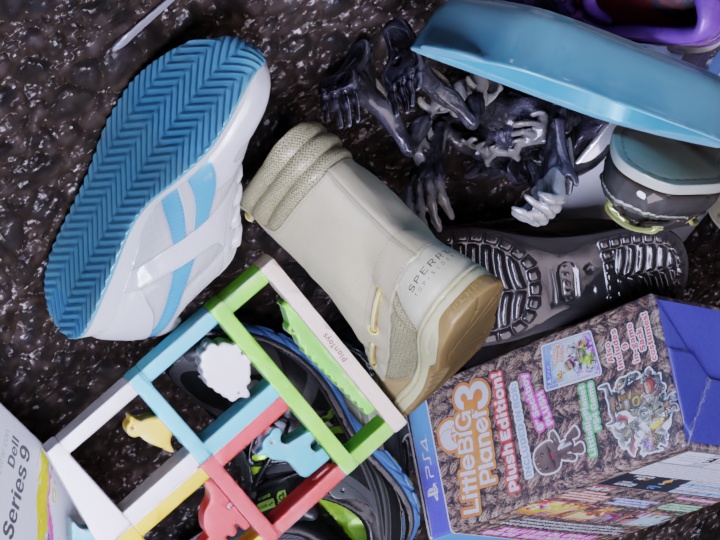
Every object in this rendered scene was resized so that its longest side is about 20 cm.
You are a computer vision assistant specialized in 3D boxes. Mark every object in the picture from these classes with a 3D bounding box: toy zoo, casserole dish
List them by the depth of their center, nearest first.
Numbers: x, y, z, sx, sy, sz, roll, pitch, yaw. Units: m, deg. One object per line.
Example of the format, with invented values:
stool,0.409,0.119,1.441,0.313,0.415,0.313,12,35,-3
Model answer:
casserole dish,0.120,-0.109,1.550,0.200,0.121,0.039,17,90,-37
toy zoo,-0.088,0.104,1.626,0.200,0.020,0.131,-42,108,-6

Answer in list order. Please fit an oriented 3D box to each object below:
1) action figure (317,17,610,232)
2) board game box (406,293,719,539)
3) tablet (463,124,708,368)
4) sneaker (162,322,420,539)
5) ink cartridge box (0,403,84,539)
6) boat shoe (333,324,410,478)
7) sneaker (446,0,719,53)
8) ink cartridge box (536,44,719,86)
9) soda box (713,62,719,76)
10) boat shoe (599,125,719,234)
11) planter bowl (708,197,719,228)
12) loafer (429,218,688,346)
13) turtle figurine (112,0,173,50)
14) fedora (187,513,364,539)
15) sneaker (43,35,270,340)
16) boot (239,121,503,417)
action figure,0.068,-0.068,1.650,0.119,0.102,0.200,-16,151,42
board game box,0.157,0.100,1.781,0.200,0.097,0.159,-24,158,35
tablet,0.145,-0.007,1.829,0.130,0.014,0.200,26,107,-45
sneaker,-0.042,0.108,1.695,0.071,0.083,0.200,-28,112,39
ink cartridge box,-0.215,0.173,1.612,0.087,0.146,0.200,-10,143,26
boat shoe,0.001,0.111,1.785,0.066,0.074,0.200,-54,144,-41
sneaker,0.111,-0.169,1.557,0.083,0.200,0.081,-32,133,-72
ink cartridge box,0.178,-0.194,1.655,0.136,0.076,0.200,15,113,-42
soda box,0.250,-0.095,1.691,0.064,0.200,0.068,22,110,-37
boat shoe,0.178,-0.050,1.698,0.061,0.072,0.201,-61,170,16
planter bowl,0.301,-0.054,1.787,0.135,0.200,0.200,23,110,-24
loafer,0.098,0.005,1.753,0.199,0.071,0.073,-1,100,-11
turtle figurine,-0.092,-0.215,1.394,0.200,0.144,0.194,2,119,-41
fedora,-0.053,0.243,1.783,0.177,0.090,0.200,25,123,-13
sneaker,-0.100,-0.046,1.582,0.081,0.077,0.200,5,129,-42
boot,0.000,0.000,1.639,0.073,0.155,0.200,-46,171,-14
